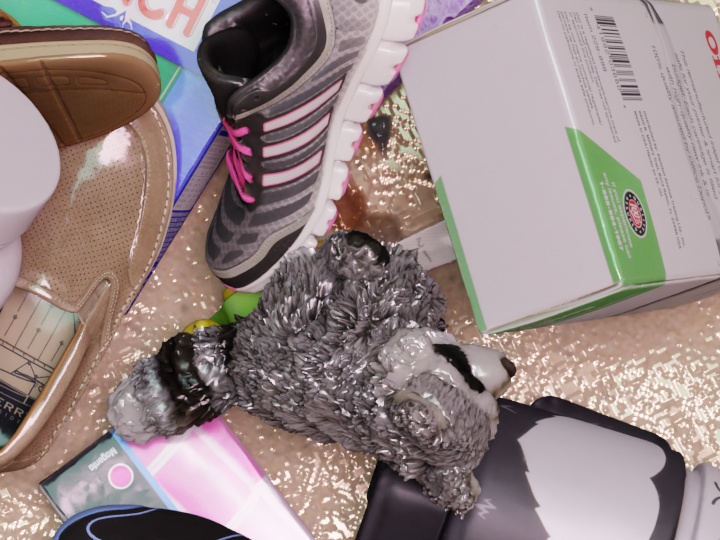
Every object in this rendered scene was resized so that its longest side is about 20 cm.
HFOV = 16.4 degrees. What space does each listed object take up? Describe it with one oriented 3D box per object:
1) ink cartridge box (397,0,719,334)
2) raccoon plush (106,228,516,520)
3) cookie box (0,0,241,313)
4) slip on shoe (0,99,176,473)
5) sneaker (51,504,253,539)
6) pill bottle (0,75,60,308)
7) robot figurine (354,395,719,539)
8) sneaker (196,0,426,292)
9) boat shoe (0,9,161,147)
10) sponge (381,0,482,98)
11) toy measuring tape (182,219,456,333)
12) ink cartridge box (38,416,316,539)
[{"bbox_3d":[0.119,-0.053,1.219,0.084,0.200,0.147,-22,80,32],"label":"ink cartridge box"},{"bbox_3d":[-0.020,0.076,1.181,0.200,0.097,0.134,-35,39,21],"label":"raccoon plush"},{"bbox_3d":[-0.142,-0.103,1.253,0.171,0.075,0.200,32,94,2],"label":"cookie box"},{"bbox_3d":[-0.145,0.003,1.192,0.076,0.061,0.201,26,96,1],"label":"slip on shoe"},{"bbox_3d":[-0.059,0.159,1.196,0.199,0.078,0.070,17,82,6],"label":"sneaker"},{"bbox_3d":[-0.225,-0.002,1.144,0.120,0.120,0.200,46,125,5],"label":"pill bottle"},{"bbox_3d":[0.101,0.133,1.223,0.199,0.125,0.151,17,79,0],"label":"robot figurine"},{"bbox_3d":[-0.045,-0.078,1.179,0.087,0.200,0.074,10,36,-26],"label":"sneaker"},{"bbox_3d":[-0.187,-0.100,1.181,0.199,0.072,0.072,-7,58,21],"label":"boat shoe"},{"bbox_3d":[-0.007,-0.149,1.314,0.112,0.030,0.200,43,81,5],"label":"sponge"},{"bbox_3d":[0.000,0.000,1.269,0.199,0.074,0.074,-24,82,-7],"label":"toy measuring tape"},{"bbox_3d":[-0.065,0.158,1.257,0.095,0.037,0.200,-37,86,-8],"label":"ink cartridge box"}]
